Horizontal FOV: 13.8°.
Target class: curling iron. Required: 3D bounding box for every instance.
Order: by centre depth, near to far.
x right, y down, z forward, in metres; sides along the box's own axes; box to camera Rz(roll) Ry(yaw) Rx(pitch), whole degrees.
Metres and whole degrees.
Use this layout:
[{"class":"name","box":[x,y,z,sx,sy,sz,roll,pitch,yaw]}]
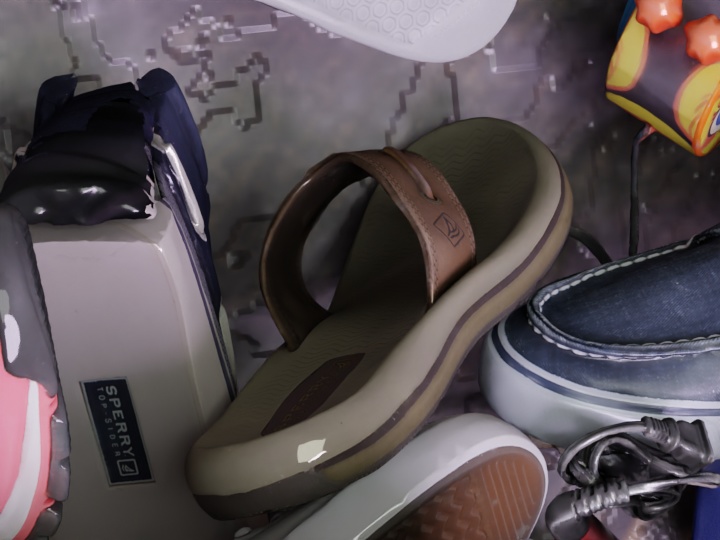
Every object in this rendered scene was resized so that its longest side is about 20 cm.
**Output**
[{"class":"curling iron","box":[0.091,0.094,0.862,0.049,0.200,0.026,-21,58,4]}]

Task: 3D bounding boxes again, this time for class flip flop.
[{"class":"flip flop","box":[0.000,0.000,0.820,0.058,0.081,0.200,58,34,-13]}]

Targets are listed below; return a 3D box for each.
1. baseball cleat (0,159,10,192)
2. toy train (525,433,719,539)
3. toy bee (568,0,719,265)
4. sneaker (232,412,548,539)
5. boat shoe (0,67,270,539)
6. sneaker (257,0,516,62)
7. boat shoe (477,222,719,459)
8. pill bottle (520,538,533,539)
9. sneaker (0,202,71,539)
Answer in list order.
[{"class":"baseball cleat","box":[-0.153,-0.055,0.827,0.106,0.070,0.201,-7,101,-30]},{"class":"toy train","box":[0.147,0.068,0.886,0.199,0.116,0.085,5,90,-32]},{"class":"toy bee","box":[0.116,-0.072,0.879,0.130,0.109,0.201,13,76,9]},{"class":"sneaker","box":[-0.043,0.094,0.795,0.200,0.085,0.073,-40,140,2]},{"class":"boat shoe","box":[-0.060,0.037,0.853,0.074,0.093,0.201,-1,125,5]},{"class":"sneaker","box":[-0.055,-0.120,0.826,0.199,0.099,0.071,24,96,-34]},{"class":"boat shoe","box":[0.130,-0.007,0.847,0.199,0.071,0.091,-7,126,-21]},{"class":"pill bottle","box":[-0.039,0.136,0.695,0.199,0.113,0.114,-20,99,6]},{"class":"sneaker","box":[-0.134,0.054,0.762,0.086,0.200,0.074,-2,59,-26]}]
